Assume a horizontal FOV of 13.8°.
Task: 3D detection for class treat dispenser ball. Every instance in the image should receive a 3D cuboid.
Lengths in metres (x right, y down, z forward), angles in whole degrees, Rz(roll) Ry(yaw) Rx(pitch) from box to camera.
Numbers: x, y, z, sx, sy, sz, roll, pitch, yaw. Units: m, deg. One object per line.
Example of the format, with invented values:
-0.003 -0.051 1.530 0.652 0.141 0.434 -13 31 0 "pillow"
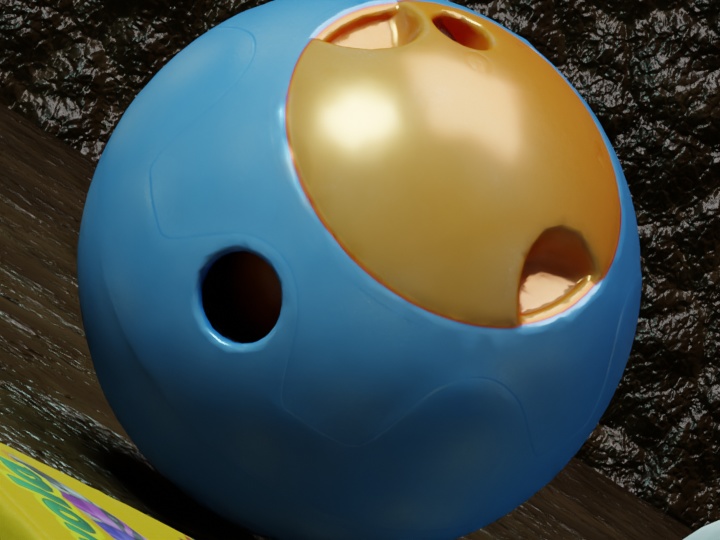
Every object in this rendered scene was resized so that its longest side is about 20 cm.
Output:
0.000 0.000 1.066 0.200 0.201 0.201 33 2 -1 "treat dispenser ball"

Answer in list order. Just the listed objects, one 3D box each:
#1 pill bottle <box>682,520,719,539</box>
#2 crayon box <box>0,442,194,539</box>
0.191 0.182 1.098 0.200 0.117 0.116 32 2 -22 "pill bottle"
-0.033 0.094 0.610 0.200 0.051 0.127 31 3 -38 "crayon box"
